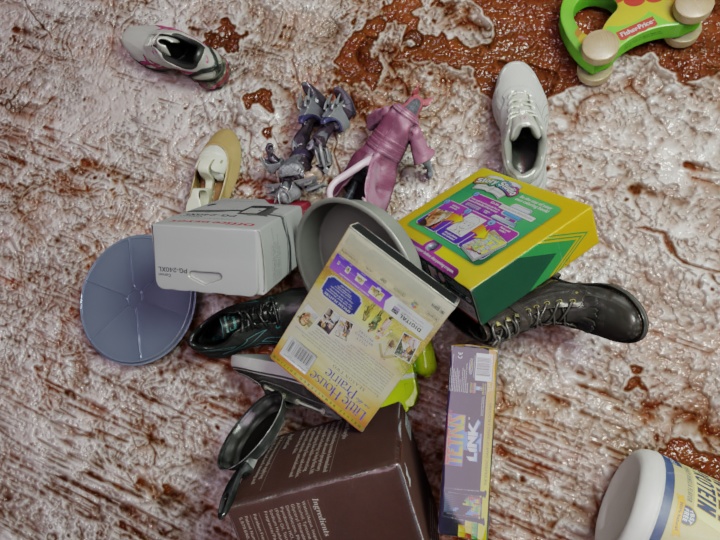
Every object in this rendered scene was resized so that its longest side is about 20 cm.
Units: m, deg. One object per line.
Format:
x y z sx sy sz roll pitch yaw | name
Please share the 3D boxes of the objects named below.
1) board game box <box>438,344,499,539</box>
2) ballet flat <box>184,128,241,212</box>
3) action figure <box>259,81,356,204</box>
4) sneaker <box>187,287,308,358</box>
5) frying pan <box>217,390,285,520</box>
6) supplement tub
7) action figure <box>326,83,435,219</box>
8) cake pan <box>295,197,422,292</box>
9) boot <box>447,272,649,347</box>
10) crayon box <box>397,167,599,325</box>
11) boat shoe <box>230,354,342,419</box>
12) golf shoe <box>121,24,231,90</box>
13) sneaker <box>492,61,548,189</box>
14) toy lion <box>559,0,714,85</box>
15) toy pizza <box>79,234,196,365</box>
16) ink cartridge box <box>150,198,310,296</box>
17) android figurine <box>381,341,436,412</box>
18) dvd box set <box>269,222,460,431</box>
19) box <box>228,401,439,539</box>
0.132 0.192 0.689 0.056 0.165 0.201 4 82 13 | board game box
-0.228 -0.128 0.873 0.068 0.063 0.201 7 82 14 | ballet flat
-0.080 -0.176 0.825 0.129 0.069 0.201 6 62 30 | action figure
-0.150 0.078 0.815 0.199 0.079 0.076 -23 77 6 | sneaker
-0.121 0.205 0.676 0.115 0.190 0.031 -47 108 -5 | frying pan
0.379 0.303 0.630 0.199 0.144 0.145 24 86 14 | supplement tub
0.026 -0.170 0.791 0.134 0.149 0.201 36 103 21 | action figure
0.000 0.000 0.721 0.200 0.201 0.037 46 48 15 | cake pan
0.206 0.056 0.676 0.200 0.173 0.070 23 121 48 | boot
0.149 -0.041 0.702 0.172 0.059 0.200 -32 33 -12 | crayon box
-0.103 0.154 0.776 0.199 0.071 0.064 7 88 36 | boat shoe
-0.305 -0.357 0.914 0.199 0.092 0.073 22 87 16 | golf shoe
0.220 -0.196 0.770 0.077 0.099 0.201 -6 79 11 | sneaker
0.367 -0.381 0.795 0.199 0.069 0.193 -23 70 8 | toy lion
-0.339 0.045 0.885 0.199 0.032 0.202 -2 80 13 | toy pizza
-0.160 -0.040 0.767 0.144 0.200 0.084 3 107 12 | ink cartridge box
0.013 0.127 0.791 0.181 0.041 0.201 -13 78 9 | android figurine
-0.001 0.068 0.660 0.146 0.029 0.201 36 113 10 | dvd box set
-0.022 0.285 0.687 0.199 0.166 0.165 -17 97 9 | box
